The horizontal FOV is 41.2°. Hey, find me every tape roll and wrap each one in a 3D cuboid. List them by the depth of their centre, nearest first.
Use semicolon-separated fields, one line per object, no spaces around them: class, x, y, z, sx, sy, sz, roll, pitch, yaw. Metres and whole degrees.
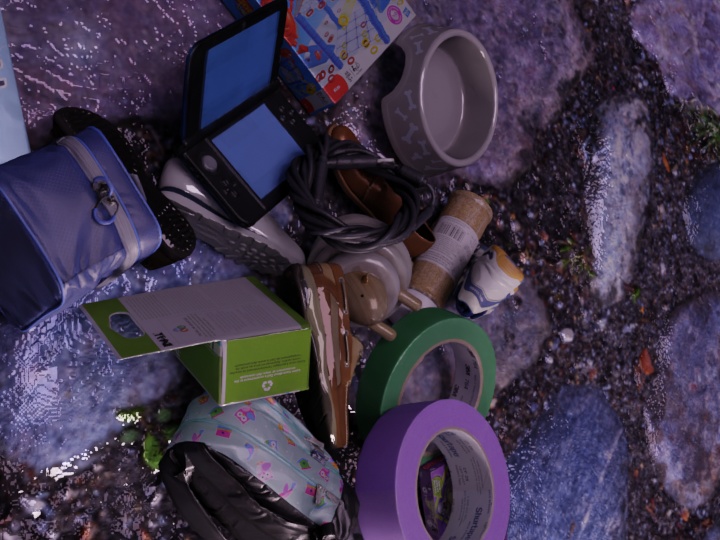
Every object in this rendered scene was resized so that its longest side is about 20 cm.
tape roll;0.085;0.250;1.083;0.199;0.065;0.203;14;70;-44
tape roll;0.084;0.149;1.178;0.199;0.048;0.203;-16;115;-37

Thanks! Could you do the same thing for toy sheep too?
toy sheep;0.000;0.000;1.125;0.136;0.201;0.139;-3;117;-6

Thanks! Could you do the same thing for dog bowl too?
dog bowl;0.111;-0.225;1.262;0.199;0.058;0.203;-5;97;-47

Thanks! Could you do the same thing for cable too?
cable;-0.005;-0.090;1.074;0.163;0.051;0.200;39;39;9

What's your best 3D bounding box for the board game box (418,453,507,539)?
board game box;0.135;0.319;1.215;0.119;0.032;0.203;-21;111;-40

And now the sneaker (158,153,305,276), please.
sneaker;-0.137;-0.062;1.080;0.199;0.076;0.081;33;55;-30

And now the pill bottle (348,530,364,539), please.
pill bottle;-0.001;0.373;1.085;0.112;0.112;0.201;-47;110;-32

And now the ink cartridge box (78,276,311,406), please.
ink cartridge box;-0.170;0.076;0.977;0.198;0.148;0.077;-9;114;-29

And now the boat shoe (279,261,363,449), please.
boat shoe;-0.031;0.088;1.020;0.073;0.075;0.203;-13;101;-28

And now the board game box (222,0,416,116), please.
board game box;-0.052;-0.334;1.190;0.196;0.056;0.201;50;58;-20

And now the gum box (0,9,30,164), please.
gum box;-0.416;-0.181;0.904;0.169;0.044;0.203;-13;91;-37

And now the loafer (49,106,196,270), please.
loafer;-0.258;-0.079;0.989;0.201;0.071;0.073;52;27;0

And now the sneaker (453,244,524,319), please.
sneaker;0.154;0.020;1.240;0.088;0.200;0.075;-43;81;0

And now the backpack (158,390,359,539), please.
backpack;-0.113;0.215;1.014;0.200;0.166;0.127;45;41;-18

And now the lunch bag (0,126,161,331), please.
lunch bag;-0.275;-0.044;0.891;0.132;0.199;0.137;-36;99;-37

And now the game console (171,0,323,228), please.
game console;-0.105;-0.176;1.053;0.171;0.118;0.200;49;41;-5

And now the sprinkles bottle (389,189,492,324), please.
sprinkles bottle;0.105;-0.011;1.249;0.068;0.068;0.201;44;60;-23

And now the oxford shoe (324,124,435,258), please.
oxford shoe;0.028;-0.105;1.197;0.201;0.071;0.072;54;38;-17
